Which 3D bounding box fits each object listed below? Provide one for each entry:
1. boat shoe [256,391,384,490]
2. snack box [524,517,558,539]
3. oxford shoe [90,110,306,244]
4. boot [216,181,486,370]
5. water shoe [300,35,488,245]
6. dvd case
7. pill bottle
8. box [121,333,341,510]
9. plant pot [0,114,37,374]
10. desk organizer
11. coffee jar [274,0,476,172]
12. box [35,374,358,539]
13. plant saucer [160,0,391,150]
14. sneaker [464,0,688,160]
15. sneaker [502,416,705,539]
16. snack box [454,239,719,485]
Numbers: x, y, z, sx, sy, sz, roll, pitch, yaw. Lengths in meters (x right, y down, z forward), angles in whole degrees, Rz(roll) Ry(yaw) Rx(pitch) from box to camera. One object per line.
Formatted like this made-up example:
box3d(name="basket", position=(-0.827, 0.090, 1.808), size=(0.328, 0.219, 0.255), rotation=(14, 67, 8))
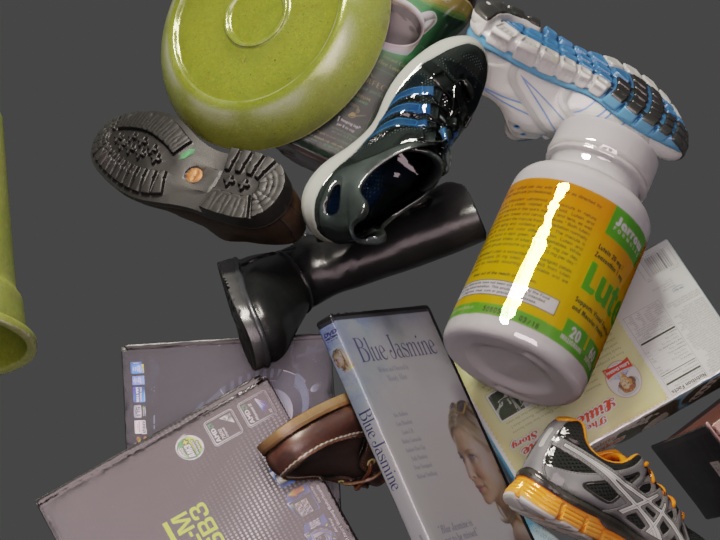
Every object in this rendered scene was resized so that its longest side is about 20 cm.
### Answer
box3d(name="boat shoe", position=(0.001, 0.123, 1.589), size=(0.070, 0.200, 0.070), rotation=(-36, 79, 31))
box3d(name="snack box", position=(0.136, 0.265, 1.644), size=(0.200, 0.037, 0.116), rotation=(35, 81, 3))
box3d(name="oxford shoe", position=(-0.124, -0.061, 1.653), size=(0.200, 0.084, 0.073), rotation=(26, 75, 35))
box3d(name="boot", position=(0.000, 0.000, 1.625), size=(0.200, 0.165, 0.066), rotation=(-16, 112, -4))
box3d(name="water shoe", position=(0.044, -0.089, 1.601), size=(0.200, 0.079, 0.072), rotation=(-50, 129, -19))
box3d(name="dvd case", position=(0.049, 0.119, 1.580), size=(0.018, 0.143, 0.200), rotation=(-31, 77, 29))
box3d(name="pill bottle", position=(0.148, -0.011, 1.624), size=(0.111, 0.111, 0.200), rotation=(25, 68, 1))
box3d(name="box", position=(-0.096, 0.152, 1.656), size=(0.160, 0.044, 0.200), rotation=(-2, 83, -2))
box3d(name="plant pot", position=(-0.334, -0.033, 1.612), size=(0.200, 0.200, 0.184), rotation=(0, 71, -2))
box3d(name="desk organizer", position=(0.280, 0.126, 1.594), size=(0.077, 0.200, 0.072), rotation=(-37, 85, -8))
box3d(name="coffee jar", position=(0.014, -0.165, 1.679), size=(0.104, 0.085, 0.200), rotation=(26, 83, 1))
box3d(name="box", position=(-0.106, 0.208, 1.603), size=(0.193, 0.048, 0.200), rotation=(-28, 84, -8))
box3d(name="plant saucer", position=(-0.072, -0.188, 1.656), size=(0.200, 0.031, 0.200), rotation=(-10, 66, 25))
box3d(name="sneaker", position=(0.158, -0.129, 1.697), size=(0.200, 0.075, 0.087), rotation=(28, 119, -7))
box3d(name="sneaker", position=(0.195, 0.173, 1.613), size=(0.200, 0.078, 0.077), rotation=(30, 77, -36))
box3d(name="snack box", position=(0.178, 0.074, 1.664), size=(0.200, 0.037, 0.116), rotation=(-28, 67, -5))
